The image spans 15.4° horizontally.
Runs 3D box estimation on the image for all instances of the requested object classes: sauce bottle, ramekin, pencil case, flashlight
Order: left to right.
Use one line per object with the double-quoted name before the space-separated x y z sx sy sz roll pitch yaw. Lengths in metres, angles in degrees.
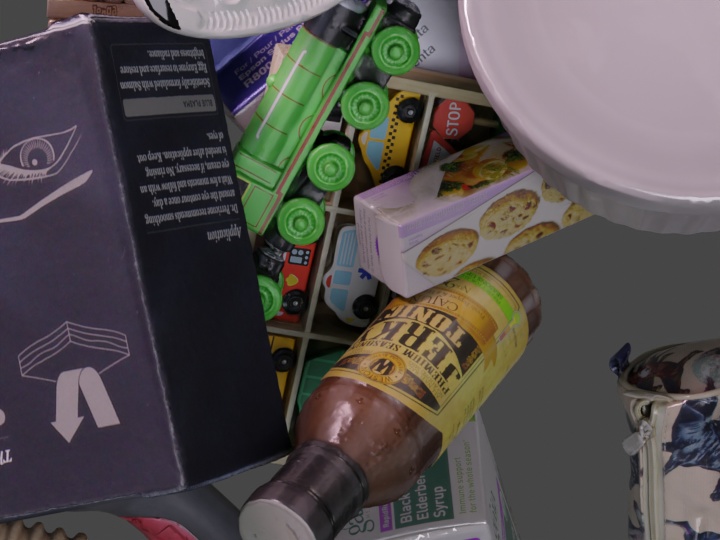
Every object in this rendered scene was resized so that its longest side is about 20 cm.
"flashlight" -0.096 0.128 1.308 0.200 0.068 0.068 47 53 -25
"sauce bottle" 0.014 0.061 1.186 0.064 0.200 0.065 17 129 22
"ramekin" 0.143 -0.108 1.182 0.201 0.094 0.204 0 73 1
"pencil case" 0.171 0.135 1.372 0.089 0.078 0.201 -16 112 -30

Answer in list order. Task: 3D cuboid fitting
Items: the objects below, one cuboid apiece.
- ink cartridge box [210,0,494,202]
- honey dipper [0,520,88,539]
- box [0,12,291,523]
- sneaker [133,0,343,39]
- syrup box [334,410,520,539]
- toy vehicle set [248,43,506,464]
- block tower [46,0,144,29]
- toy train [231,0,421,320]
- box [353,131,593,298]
"ink cartridge box" 0.036 -0.109 1.283 0.196 0.043 0.200 -41 113 2
"honey dipper" -0.079 0.153 1.239 0.199 0.038 0.038 15 104 -5
"box" -0.156 0.007 1.163 0.196 0.117 0.201 -11 90 23
"sneaker" -0.042 -0.165 1.184 0.200 0.146 0.081 -33 112 -23
"syrup box" 0.043 0.163 1.307 0.081 0.079 0.201 -12 133 7
"toy vehicle set" 0.000 0.000 1.276 0.124 0.027 0.201 8 108 -13
"block tower" -0.121 -0.072 1.246 0.054 0.058 0.201 3 108 -5
"toy train" -0.037 -0.042 1.220 0.056 0.042 0.201 27 103 -7
"box" 0.088 -0.045 1.243 0.199 0.039 0.042 -23 126 -28
